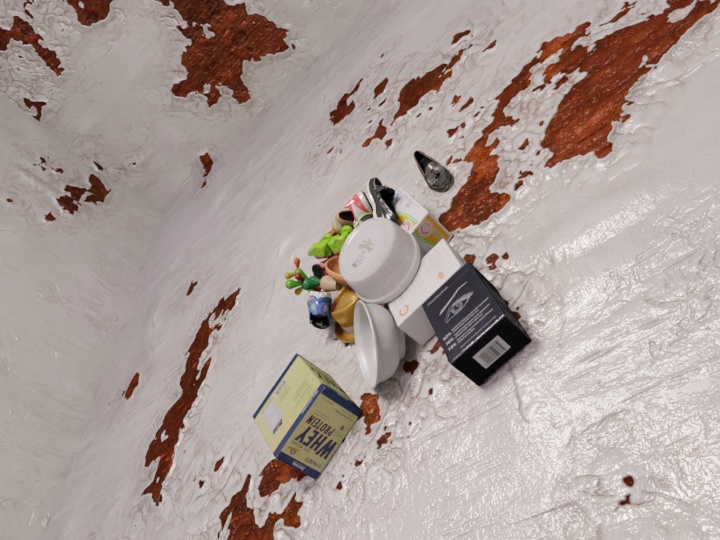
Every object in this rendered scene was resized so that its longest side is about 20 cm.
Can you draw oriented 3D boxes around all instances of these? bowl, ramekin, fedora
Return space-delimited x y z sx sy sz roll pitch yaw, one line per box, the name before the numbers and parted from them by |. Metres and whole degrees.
bowl | 0.050 0.167 1.366 0.201 0.088 0.207 173 90 -76
ramekin | 0.038 -0.031 1.396 0.197 0.105 0.204 -28 43 29
fedora | -0.019 0.095 1.576 0.199 0.081 0.204 -35 35 29

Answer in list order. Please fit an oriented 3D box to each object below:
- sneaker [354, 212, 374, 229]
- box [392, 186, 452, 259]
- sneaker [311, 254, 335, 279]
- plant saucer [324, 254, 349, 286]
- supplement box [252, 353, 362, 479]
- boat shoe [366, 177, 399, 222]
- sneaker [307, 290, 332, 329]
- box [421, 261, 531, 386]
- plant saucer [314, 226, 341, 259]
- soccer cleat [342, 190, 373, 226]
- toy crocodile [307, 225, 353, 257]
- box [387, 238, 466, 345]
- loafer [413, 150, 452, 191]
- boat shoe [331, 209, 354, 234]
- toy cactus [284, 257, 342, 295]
sneaker | 0.060 -0.085 1.538 0.078 0.199 0.083 -56 40 0
box | 0.141 -0.122 1.548 0.102 0.112 0.201 -48 32 8
sneaker | -0.080 -0.010 1.800 0.086 0.075 0.199 -26 0 -35
plant saucer | 0.000 0.000 1.587 0.200 0.195 0.039 -138 46 -59
supplement box | -0.135 0.353 1.427 0.202 0.133 0.199 -54 31 -3
boat shoe | 0.065 -0.188 1.538 0.066 0.074 0.202 -35 36 25
sneaker | -0.119 0.122 1.630 0.201 0.076 0.092 92 -176 -73
box | 0.234 0.106 1.200 0.148 0.104 0.202 -43 32 16
plant saucer | -0.062 -0.103 1.784 0.199 0.032 0.201 -41 -10 -9
soccer cleat | 0.022 -0.120 1.625 0.072 0.203 0.068 -27 22 3
toy crocodile | -0.071 -0.072 1.642 0.196 0.062 0.068 -16 28 36
box | 0.168 0.050 1.352 0.200 0.097 0.125 -44 32 14
loafer | 0.201 -0.291 1.681 0.072 0.063 0.201 -46 31 11
boat shoe | 0.016 -0.145 1.677 0.065 0.195 0.073 123 135 -57
toy cactus | -0.115 0.025 1.644 0.162 0.197 0.106 6 88 41
